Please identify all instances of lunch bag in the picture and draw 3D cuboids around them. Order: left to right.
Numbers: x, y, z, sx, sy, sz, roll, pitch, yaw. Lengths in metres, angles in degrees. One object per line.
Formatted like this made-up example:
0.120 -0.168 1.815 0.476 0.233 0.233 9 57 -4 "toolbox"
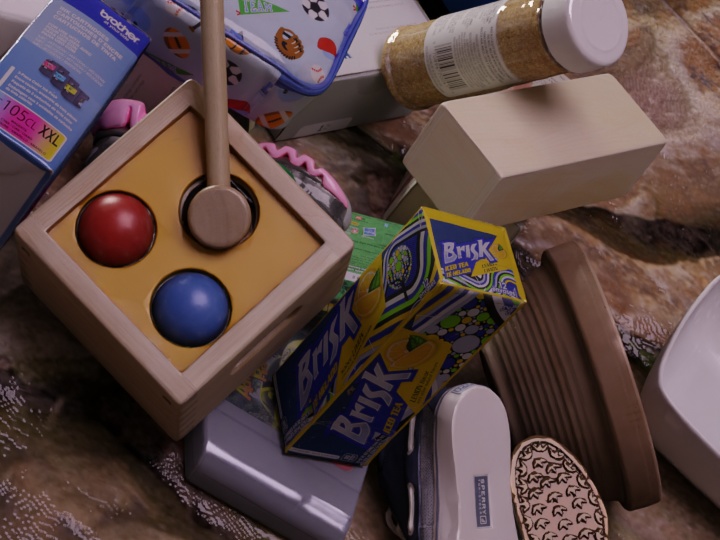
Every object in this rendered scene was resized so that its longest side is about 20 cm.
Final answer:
-0.096 -0.208 1.667 0.200 0.076 0.161 36 49 -13 "lunch bag"

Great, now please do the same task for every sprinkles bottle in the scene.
0.104 -0.168 1.735 0.068 0.199 0.069 8 78 -42 "sprinkles bottle"

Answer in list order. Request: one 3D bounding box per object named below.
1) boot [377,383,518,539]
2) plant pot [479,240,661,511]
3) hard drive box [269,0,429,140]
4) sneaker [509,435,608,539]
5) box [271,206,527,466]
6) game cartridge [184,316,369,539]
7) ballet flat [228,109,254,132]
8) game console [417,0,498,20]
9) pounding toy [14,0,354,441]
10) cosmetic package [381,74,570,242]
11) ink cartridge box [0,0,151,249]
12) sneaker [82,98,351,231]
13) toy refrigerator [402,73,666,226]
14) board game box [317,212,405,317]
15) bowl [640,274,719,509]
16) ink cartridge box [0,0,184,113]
0.057 0.180 1.597 0.072 0.090 0.201 9 79 -36 "boot"
0.144 0.087 1.693 0.092 0.201 0.202 -18 60 0 "plant pot"
-0.045 -0.213 1.848 0.155 0.077 0.200 -13 64 -44 "hard drive box"
0.145 0.221 1.615 0.067 0.090 0.201 -19 70 -22 "sneaker"
0.021 0.047 1.525 0.070 0.200 0.065 13 47 -30 "box"
-0.050 0.089 1.613 0.133 0.041 0.200 28 42 -10 "game cartridge"
-0.092 -0.163 1.730 0.068 0.068 0.201 0 76 -10 "ballet flat"
0.090 -0.274 1.923 0.200 0.118 0.171 55 33 -27 "game console"
-0.108 -0.036 1.509 0.200 0.142 0.184 -42 81 -16 "pounding toy"
0.093 -0.084 1.826 0.087 0.103 0.200 36 39 -8 "cosmetic package"
-0.222 -0.102 1.564 0.076 0.136 0.200 36 41 -9 "ink cartridge box"
-0.107 -0.046 1.621 0.199 0.079 0.096 16 57 11 "sneaker"
0.130 -0.086 1.729 0.200 0.070 0.076 -14 59 -46 "toy refrigerator"
-0.041 -0.011 1.654 0.199 0.024 0.105 15 37 5 "board game box"
0.309 0.122 1.838 0.200 0.075 0.200 42 39 0 "bowl"
-0.224 -0.199 1.689 0.199 0.085 0.146 14 47 -31 "ink cartridge box"
